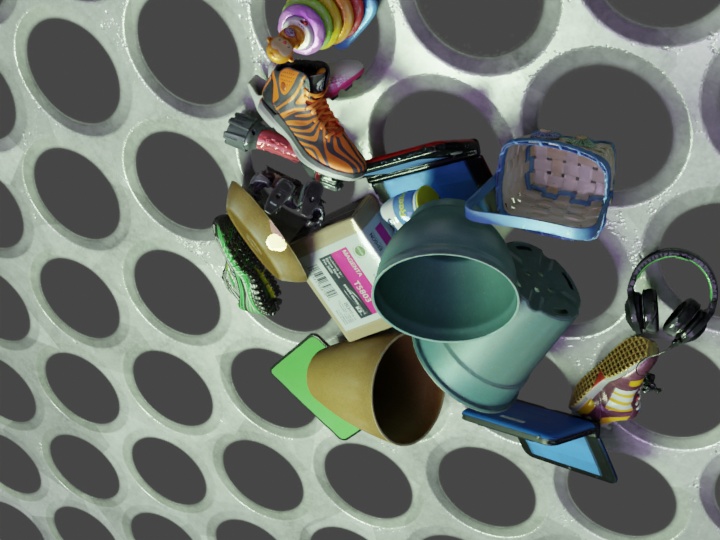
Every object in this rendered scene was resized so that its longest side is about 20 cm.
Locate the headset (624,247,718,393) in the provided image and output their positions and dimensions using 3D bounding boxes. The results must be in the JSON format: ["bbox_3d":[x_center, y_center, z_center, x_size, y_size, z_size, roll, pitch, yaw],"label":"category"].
[{"bbox_3d":[0.428,0.070,1.585,0.123,0.094,0.201,15,107,13],"label":"headset"}]

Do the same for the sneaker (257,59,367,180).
[{"bbox_3d":[-0.059,-0.218,1.573,0.200,0.077,0.112,40,131,15],"label":"sneaker"}]

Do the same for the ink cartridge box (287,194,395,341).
[{"bbox_3d":[0.000,0.000,1.810,0.164,0.075,0.201,-23,109,40],"label":"ink cartridge box"}]

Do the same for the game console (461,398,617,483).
[{"bbox_3d":[0.284,0.280,1.795,0.199,0.170,0.119,10,104,49],"label":"game console"}]

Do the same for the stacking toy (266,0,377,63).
[{"bbox_3d":[-0.072,-0.332,1.518,0.116,0.200,0.110,42,133,-5],"label":"stacking toy"}]

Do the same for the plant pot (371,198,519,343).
[{"bbox_3d":[0.120,-0.012,1.548,0.199,0.135,0.201,5,143,4],"label":"plant pot"}]

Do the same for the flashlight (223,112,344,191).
[{"bbox_3d":[-0.114,-0.184,1.737,0.199,0.068,0.068,21,165,8],"label":"flashlight"}]

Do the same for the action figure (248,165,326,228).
[{"bbox_3d":[-0.109,-0.114,1.733,0.129,0.200,0.070,20,92,-7],"label":"action figure"}]

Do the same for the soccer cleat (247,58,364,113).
[{"bbox_3d":[-0.087,-0.280,1.654,0.199,0.070,0.087,-18,112,37],"label":"soccer cleat"}]

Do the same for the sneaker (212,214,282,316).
[{"bbox_3d":[-0.211,-0.004,1.922,0.085,0.078,0.201,-2,122,31],"label":"sneaker"}]

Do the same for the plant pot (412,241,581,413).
[{"bbox_3d":[0.212,0.074,1.679,0.200,0.200,0.196,38,124,-2],"label":"plant pot"}]

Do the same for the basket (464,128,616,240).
[{"bbox_3d":[0.249,-0.106,1.503,0.175,0.200,0.140,12,128,22],"label":"basket"}]

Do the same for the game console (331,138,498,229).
[{"bbox_3d":[0.085,-0.115,1.653,0.199,0.172,0.120,-12,90,35],"label":"game console"}]

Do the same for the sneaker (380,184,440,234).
[{"bbox_3d":[0.100,-0.054,1.675,0.082,0.074,0.200,-11,141,26],"label":"sneaker"}]

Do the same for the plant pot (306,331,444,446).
[{"bbox_3d":[0.009,0.187,1.889,0.199,0.186,0.187,3,126,43],"label":"plant pot"}]

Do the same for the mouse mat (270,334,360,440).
[{"bbox_3d":[-0.058,0.215,2.048,0.200,0.008,0.161,44,133,-7],"label":"mouse mat"}]

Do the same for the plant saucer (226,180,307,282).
[{"bbox_3d":[-0.159,-0.053,1.806,0.201,0.035,0.200,51,170,12],"label":"plant saucer"}]

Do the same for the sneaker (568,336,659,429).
[{"bbox_3d":[0.406,0.174,1.720,0.090,0.075,0.200,33,140,-7],"label":"sneaker"}]
